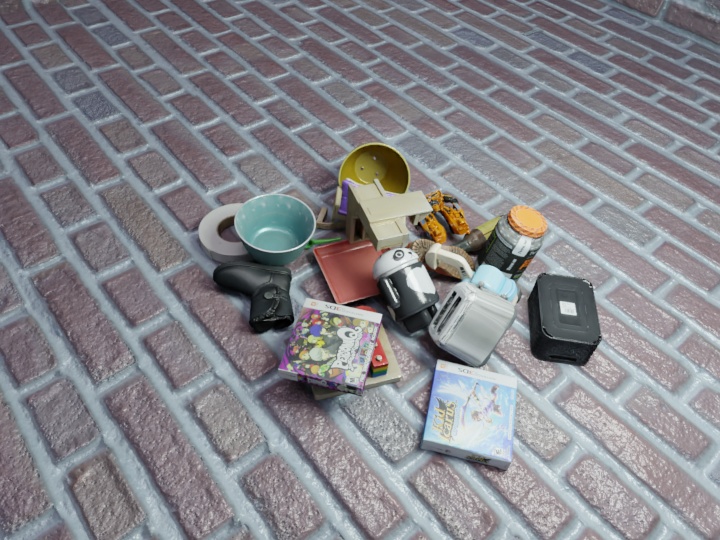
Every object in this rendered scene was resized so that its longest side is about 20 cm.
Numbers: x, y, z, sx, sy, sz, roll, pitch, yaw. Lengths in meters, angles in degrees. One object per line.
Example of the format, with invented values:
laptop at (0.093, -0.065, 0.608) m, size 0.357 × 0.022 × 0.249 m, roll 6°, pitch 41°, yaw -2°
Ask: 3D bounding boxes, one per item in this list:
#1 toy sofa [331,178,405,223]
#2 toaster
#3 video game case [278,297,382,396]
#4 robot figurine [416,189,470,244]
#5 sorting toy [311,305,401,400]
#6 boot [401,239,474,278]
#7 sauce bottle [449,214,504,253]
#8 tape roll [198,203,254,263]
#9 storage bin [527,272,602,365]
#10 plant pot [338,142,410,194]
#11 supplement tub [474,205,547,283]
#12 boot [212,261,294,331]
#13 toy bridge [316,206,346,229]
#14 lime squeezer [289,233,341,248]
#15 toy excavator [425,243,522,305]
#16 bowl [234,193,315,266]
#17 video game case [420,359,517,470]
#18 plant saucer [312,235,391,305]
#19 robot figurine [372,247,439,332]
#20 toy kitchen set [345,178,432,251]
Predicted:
toy sofa at (0.026, -0.168, 1.545) m, size 0.199 × 0.098 × 0.083 m, roll 15°, pitch 47°, yaw -10°
toaster at (0.242, 0.122, 1.269) m, size 0.129 × 0.200 × 0.114 m, roll 28°, pitch 13°, yaw -15°
video game case at (-0.060, 0.159, 1.221) m, size 0.181 × 0.036 × 0.200 m, roll 12°, pitch 48°, yaw 8°
robot figurine at (0.219, -0.154, 1.577) m, size 0.145 × 0.058 × 0.200 m, roll -23°, pitch 43°, yaw -1°
sorting toy at (-0.029, 0.170, 1.286) m, size 0.199 × 0.070 × 0.199 m, roll -11°, pitch 50°, yaw -13°
boot at (0.197, -0.028, 1.476) m, size 0.200 × 0.107 × 0.075 m, roll 20°, pitch 77°, yaw -20°
sauce bottle at (0.326, -0.090, 1.548) m, size 0.200 × 0.065 × 0.065 m, roll -25°, pitch 55°, yaw -25°
tape roll at (-0.332, -0.101, 1.525) m, size 0.202 × 0.037 × 0.203 m, roll 2°, pitch 49°, yaw -2°
storage bin at (0.484, 0.114, 1.361) m, size 0.135 × 0.094 × 0.200 m, roll 8°, pitch 47°, yaw 3°
plant pot at (0.036, -0.282, 1.632) m, size 0.199 × 0.201 × 0.142 m, roll 1°, pitch 25°, yaw -3°
supplement tub at (0.377, -0.058, 1.423) m, size 0.122 × 0.200 × 0.123 m, roll 10°, pitch 46°, yaw -11°
boot at (-0.257, 0.063, 1.357) m, size 0.200 × 0.077 × 0.168 m, roll 3°, pitch 44°, yaw -10°
toy bridge at (-0.108, -0.149, 1.591) m, size 0.199 × 0.027 × 0.067 m, roll 12°, pitch 49°, yaw 5°
lime squeezer at (-0.151, -0.086, 1.524) m, size 0.200 × 0.038 × 0.071 m, roll 16°, pitch 32°, yaw 25°
toy excavator at (0.272, 0.019, 1.372) m, size 0.194 × 0.200 × 0.100 m, roll 1°, pitch 39°, yaw 40°
bowl at (-0.216, -0.088, 1.432) m, size 0.200 × 0.105 × 0.201 m, roll 5°, pitch 49°, yaw -6°
video game case at (0.234, 0.300, 1.207) m, size 0.181 × 0.046 × 0.200 m, roll 12°, pitch 49°, yaw 7°
plant saucer at (0.000, 0.000, 1.462) m, size 0.199 × 0.037 × 0.200 m, roll -14°, pitch 50°, yaw -16°
robot figurine at (0.111, 0.042, 1.344) m, size 0.125 × 0.150 × 0.200 m, roll -26°, pitch 84°, yaw -3°
toy kitchen set at (0.074, -0.103, 1.416) m, size 0.163 × 0.181 × 0.200 m, roll -13°, pitch 51°, yaw -16°
